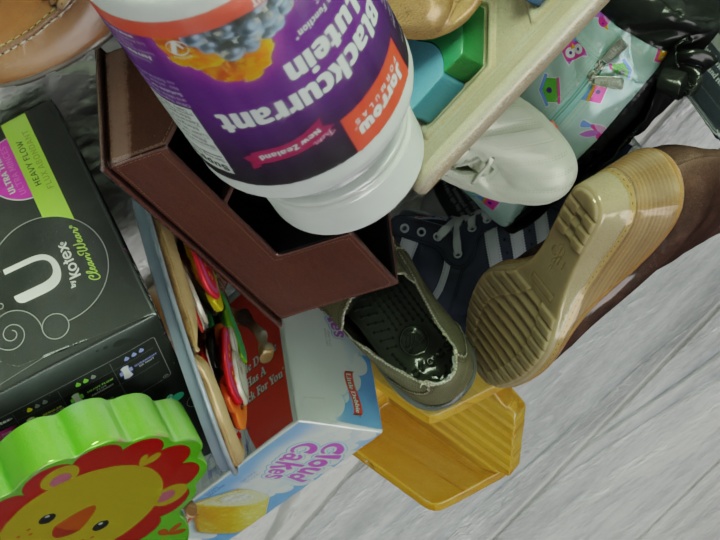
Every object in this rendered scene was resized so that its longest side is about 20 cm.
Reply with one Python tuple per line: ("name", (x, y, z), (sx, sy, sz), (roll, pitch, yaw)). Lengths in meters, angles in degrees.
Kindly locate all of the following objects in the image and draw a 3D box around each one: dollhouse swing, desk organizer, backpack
("dollhouse swing", (0.000, 0.136, 1.478), (0.176, 0.181, 0.200), (-48, 161, -20))
("desk organizer", (-0.054, -0.049, 1.010), (0.077, 0.072, 0.200), (-17, 150, 18))
("backpack", (0.119, -0.124, 1.161), (0.200, 0.126, 0.167), (-46, -175, 30))

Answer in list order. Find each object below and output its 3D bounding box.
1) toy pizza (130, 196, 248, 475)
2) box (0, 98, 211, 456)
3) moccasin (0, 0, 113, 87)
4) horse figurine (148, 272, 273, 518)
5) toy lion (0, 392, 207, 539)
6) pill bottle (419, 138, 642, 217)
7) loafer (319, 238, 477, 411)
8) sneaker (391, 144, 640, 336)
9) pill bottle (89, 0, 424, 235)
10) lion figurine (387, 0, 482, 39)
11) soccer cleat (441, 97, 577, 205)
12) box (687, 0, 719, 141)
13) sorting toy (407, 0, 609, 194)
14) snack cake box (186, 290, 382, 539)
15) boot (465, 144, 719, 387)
("toy pizza", (-0.091, 0.016, 1.088), (0.032, 0.201, 0.200), (-17, 154, -3))
("box", (-0.175, 0.033, 1.070), (0.124, 0.149, 0.200), (-27, 155, -7))
("moccasin", (-0.116, -0.163, 0.889), (0.201, 0.074, 0.078), (-37, 141, 12))
("horse figurine", (-0.119, 0.059, 1.253), (0.050, 0.133, 0.201), (3, 124, -36))
("toy lion", (-0.157, 0.139, 1.048), (0.191, 0.069, 0.200), (-37, 153, 11))
("pill bottle", (0.110, -0.031, 1.353), (0.200, 0.120, 0.120), (-39, 155, 9))
("loafer", (0.000, 0.000, 1.182), (0.075, 0.200, 0.070), (-45, 180, -5))
("sneaker", (0.088, -0.029, 1.260), (0.200, 0.108, 0.070), (-47, 178, 7))
("pill bottle", (-0.041, -0.103, 0.867), (0.111, 0.112, 0.200), (-34, 142, 0))
("lion figurine", (-0.006, -0.151, 0.948), (0.072, 0.199, 0.123), (-6, 110, -54))
("soccer cleat", (0.027, -0.084, 1.077), (0.069, 0.199, 0.078), (-57, -175, 35))
("box", (0.321, -0.173, 1.362), (0.200, 0.118, 0.196), (-40, 155, 14))
("sorting toy", (0.056, -0.163, 0.972), (0.036, 0.201, 0.185), (24, 121, -36))
("snack cake box", (-0.073, 0.089, 1.281), (0.067, 0.116, 0.200), (10, 148, -32))
("boot", (0.165, -0.005, 1.188), (0.166, 0.073, 0.200), (-14, 152, -34))
